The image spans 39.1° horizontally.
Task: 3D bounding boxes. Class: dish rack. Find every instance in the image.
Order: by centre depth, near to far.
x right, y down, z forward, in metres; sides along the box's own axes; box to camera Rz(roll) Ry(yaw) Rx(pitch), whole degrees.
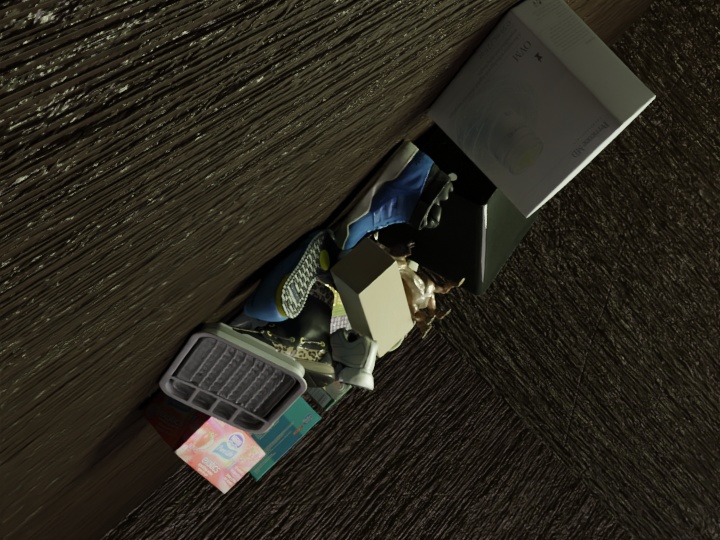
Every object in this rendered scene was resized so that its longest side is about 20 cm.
[{"bbox_3d":[-0.173,0.144,1.399,0.200,0.171,0.044,-48,-162,50],"label":"dish rack"}]

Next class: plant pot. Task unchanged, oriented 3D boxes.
[{"bbox_3d":[0.160,-0.120,1.583,0.200,0.199,0.178,-51,160,-28],"label":"plant pot"}]

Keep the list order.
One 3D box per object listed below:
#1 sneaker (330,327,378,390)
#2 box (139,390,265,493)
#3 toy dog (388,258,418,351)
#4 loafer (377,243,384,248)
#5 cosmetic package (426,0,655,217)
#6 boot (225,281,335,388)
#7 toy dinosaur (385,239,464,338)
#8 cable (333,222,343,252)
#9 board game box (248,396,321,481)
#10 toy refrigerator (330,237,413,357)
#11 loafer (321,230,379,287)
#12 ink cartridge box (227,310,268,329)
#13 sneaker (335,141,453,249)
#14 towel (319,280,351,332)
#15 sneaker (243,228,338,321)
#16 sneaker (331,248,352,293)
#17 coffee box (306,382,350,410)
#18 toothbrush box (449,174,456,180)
[{"bbox_3d":[-0.037,0.124,1.547,0.200,0.075,0.081,12,-95,54],"label":"sneaker"},{"bbox_3d":[-0.242,0.254,1.581,0.095,0.103,0.200,-43,146,-9],"label":"box"},{"bbox_3d":[0.014,0.022,1.871,0.195,0.139,0.200,-63,-157,10],"label":"toy dog"},{"bbox_3d":[0.012,-0.061,1.756,0.200,0.073,0.071,-47,164,5],"label":"loafer"},{"bbox_3d":[0.230,-0.215,1.317,0.123,0.200,0.199,-40,174,-44],"label":"cosmetic package"},{"bbox_3d":[-0.122,0.075,1.464,0.073,0.199,0.151,-44,-146,51],"label":"boot"},{"bbox_3d":[0.077,0.024,1.596,0.086,0.135,0.200,-45,165,-23],"label":"toy dinosaur"},{"bbox_3d":[-0.045,-0.054,1.547,0.200,0.050,0.097,-55,164,-27],"label":"cable"},{"bbox_3d":[-0.189,0.230,1.723,0.151,0.200,0.047,-43,176,-9],"label":"board game box"},{"bbox_3d":[0.018,0.041,1.499,0.076,0.070,0.200,-42,150,-14],"label":"toy refrigerator"},{"bbox_3d":[-0.001,-0.052,1.668,0.200,0.063,0.072,-43,176,-16],"label":"loafer"},{"bbox_3d":[-0.182,0.131,1.593,0.146,0.084,0.200,-44,176,-16],"label":"ink cartridge box"},{"bbox_3d":[0.052,-0.079,1.457,0.200,0.111,0.077,-51,-179,28],"label":"sneaker"},{"bbox_3d":[-0.059,0.082,1.722,0.143,0.023,0.201,-11,116,-42],"label":"towel"},{"bbox_3d":[-0.096,0.002,1.406,0.078,0.066,0.200,-6,-151,29],"label":"sneaker"},{"bbox_3d":[0.000,0.000,1.597,0.075,0.077,0.200,-9,159,12],"label":"sneaker"},{"bbox_3d":[-0.093,0.149,1.864,0.123,0.200,0.044,-37,170,-48],"label":"coffee box"},{"bbox_3d":[0.165,-0.182,1.840,0.146,0.086,0.200,-44,177,9],"label":"toothbrush box"}]
